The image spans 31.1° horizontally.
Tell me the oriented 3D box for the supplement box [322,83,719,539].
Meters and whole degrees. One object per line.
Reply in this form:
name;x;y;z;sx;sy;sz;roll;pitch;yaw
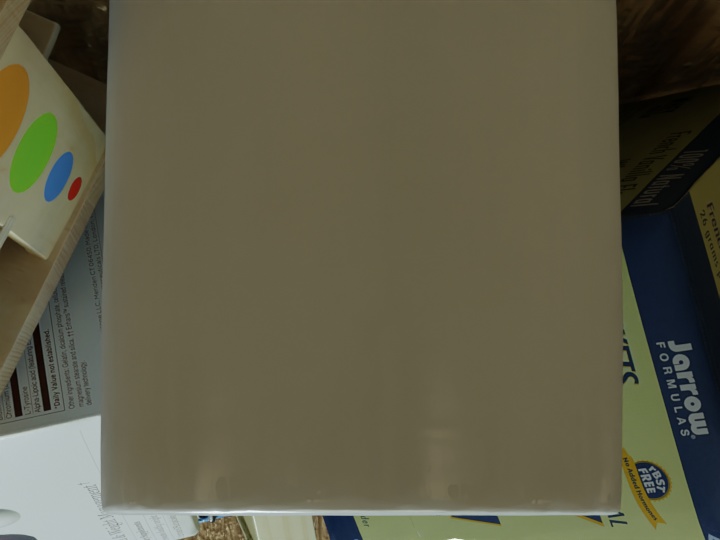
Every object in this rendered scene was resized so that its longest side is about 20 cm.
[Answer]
supplement box;0.095;0.015;0.582;0.199;0.135;0.200;-8;-163;35

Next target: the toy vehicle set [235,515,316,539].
toy vehicle set;-0.061;0.047;0.587;0.026;0.124;0.200;-20;136;-13

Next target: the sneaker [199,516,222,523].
sneaker;-0.073;0.126;0.802;0.199;0.090;0.078;-27;145;-2

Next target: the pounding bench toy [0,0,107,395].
pounding bench toy;-0.198;-0.059;0.405;0.199;0.125;0.156;24;170;8

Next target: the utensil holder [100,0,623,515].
utensil holder;0.000;-0.024;0.411;0.169;0.201;0.170;0;170;0

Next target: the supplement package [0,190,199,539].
supplement package;-0.187;0.046;0.563;0.199;0.148;0.191;-12;155;-6
